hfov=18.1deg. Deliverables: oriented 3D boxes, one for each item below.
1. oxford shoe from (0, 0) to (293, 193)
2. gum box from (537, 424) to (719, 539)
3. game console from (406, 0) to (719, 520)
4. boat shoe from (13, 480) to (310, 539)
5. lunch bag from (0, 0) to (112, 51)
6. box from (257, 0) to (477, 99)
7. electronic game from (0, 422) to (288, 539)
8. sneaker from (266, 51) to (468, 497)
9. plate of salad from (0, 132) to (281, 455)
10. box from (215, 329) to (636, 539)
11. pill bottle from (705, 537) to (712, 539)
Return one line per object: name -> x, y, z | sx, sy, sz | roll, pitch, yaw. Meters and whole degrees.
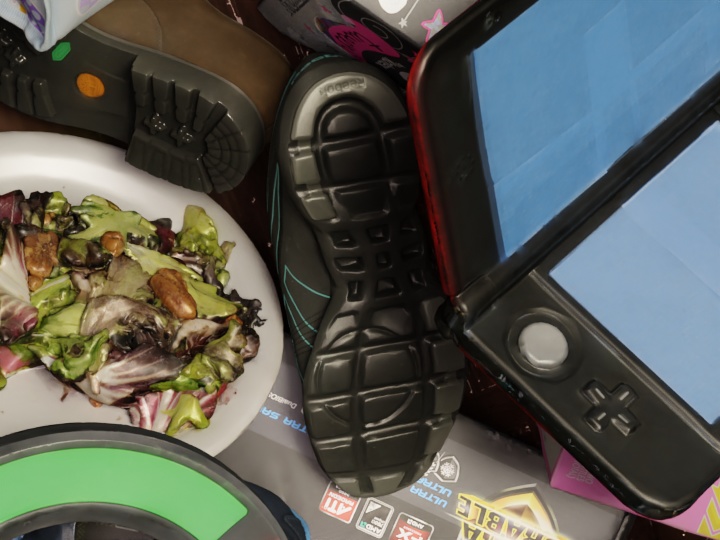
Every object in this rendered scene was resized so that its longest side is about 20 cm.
oxford shoe -> -0.120, -0.110, 1.016 | 0.200, 0.073, 0.084 | 30, 47, 6
gum box -> 0.137, 0.045, 0.978 | 0.113, 0.200, 0.066 | 18, 107, -5
game console -> 0.126, -0.040, 0.849 | 0.172, 0.119, 0.200 | 43, 59, 12
boat shoe -> -0.121, 0.101, 0.969 | 0.199, 0.069, 0.085 | 0, 88, -2
lunch bag -> -0.106, -0.221, 0.917 | 0.127, 0.200, 0.169 | 40, 62, 21
box -> 0.042, -0.138, 0.960 | 0.115, 0.200, 0.132 | 33, 87, -6
electronic game -> -0.116, 0.156, 0.900 | 0.199, 0.042, 0.201 | -6, 108, -18
sneaker -> 0.000, 0.000, 0.982 | 0.075, 0.079, 0.201 | -9, 110, -13
plate of salad -> -0.129, 0.007, 0.963 | 0.199, 0.048, 0.201 | 10, 46, -10
box -> -0.002, 0.152, 1.035 | 0.199, 0.050, 0.199 | 26, 87, -5
pill bottle -> 0.179, 0.217, 0.954 | 0.115, 0.116, 0.201 | 11, 99, -6
